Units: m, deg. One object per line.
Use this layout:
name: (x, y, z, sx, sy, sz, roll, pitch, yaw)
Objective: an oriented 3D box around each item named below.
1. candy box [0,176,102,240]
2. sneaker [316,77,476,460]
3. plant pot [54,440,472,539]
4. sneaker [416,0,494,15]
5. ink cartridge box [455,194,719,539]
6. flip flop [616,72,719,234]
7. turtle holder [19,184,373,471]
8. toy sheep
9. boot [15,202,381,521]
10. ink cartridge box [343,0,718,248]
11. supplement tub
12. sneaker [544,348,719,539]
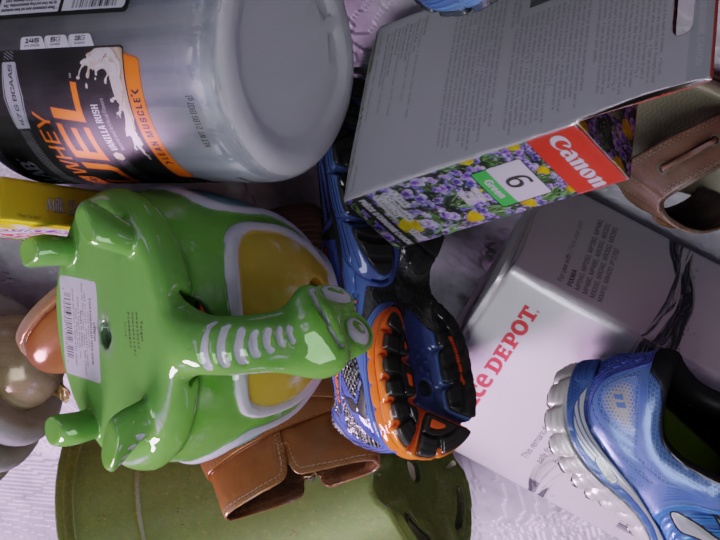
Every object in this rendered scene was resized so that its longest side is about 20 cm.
candy box: (-0.172, -0.030, 1.104, 0.102, 0.200, 0.027, -2, 86, 27)
sneaker: (0.000, 0.000, 1.054, 0.075, 0.201, 0.078, 2, 168, -40)
plant pot: (-0.042, 0.142, 1.205, 0.189, 0.201, 0.201, -20, 120, 23)
sneaker: (0.076, -0.191, 0.901, 0.078, 0.075, 0.200, 42, 129, 2)
ink cartridge box: (0.146, 0.062, 1.092, 0.199, 0.085, 0.145, 28, 135, -2)
flip flop: (0.170, -0.046, 0.999, 0.199, 0.058, 0.081, 21, 136, 7)
turtle holder: (-0.075, 0.018, 1.001, 0.131, 0.142, 0.186, -6, 157, -29)
toy sheep: (-0.259, 0.078, 1.267, 0.199, 0.138, 0.138, -19, 120, 30)
boot: (-0.089, 0.064, 1.124, 0.199, 0.156, 0.074, -21, 159, 16)
ink cartridge box: (0.089, -0.088, 0.958, 0.199, 0.109, 0.050, -16, 139, 35)
supplement tub: (-0.114, -0.104, 1.028, 0.199, 0.123, 0.123, 1, 131, 34)
sneaker: (0.179, 0.116, 1.011, 0.089, 0.079, 0.200, -25, 117, 41)
